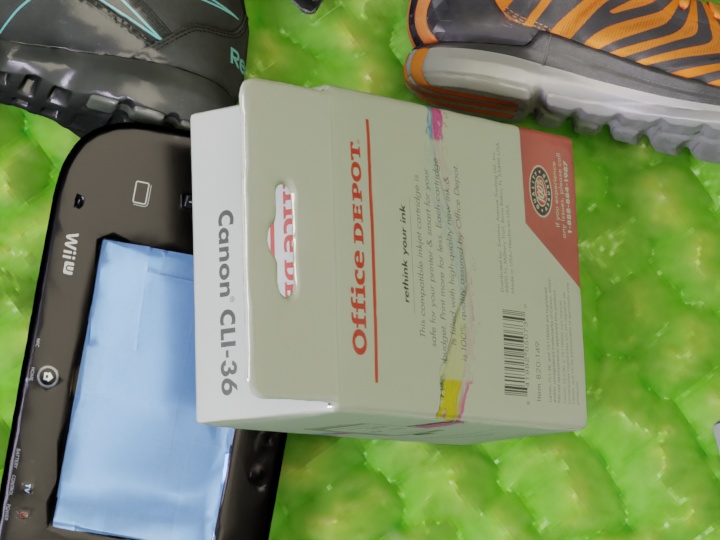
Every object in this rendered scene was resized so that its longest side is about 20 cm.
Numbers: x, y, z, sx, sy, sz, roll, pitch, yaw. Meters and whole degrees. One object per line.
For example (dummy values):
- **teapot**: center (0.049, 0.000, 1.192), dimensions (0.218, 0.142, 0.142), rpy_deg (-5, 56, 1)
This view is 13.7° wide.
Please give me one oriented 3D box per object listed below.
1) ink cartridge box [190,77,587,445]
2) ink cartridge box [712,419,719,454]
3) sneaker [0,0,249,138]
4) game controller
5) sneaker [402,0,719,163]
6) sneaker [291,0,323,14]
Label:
- **ink cartridge box**: center (0.000, 0.000, 1.096), dimensions (0.067, 0.199, 0.117), rpy_deg (-8, 79, 37)
- **ink cartridge box**: center (0.237, 0.131, 1.156), dimensions (0.144, 0.084, 0.201), rpy_deg (-14, 83, -8)
- **sneaker**: center (-0.137, -0.103, 1.161), dimensions (0.199, 0.075, 0.080), rpy_deg (18, 70, -13)
- **game controller**: center (-0.078, 0.047, 1.136), dimensions (0.104, 0.042, 0.202), rpy_deg (10, 90, -18)
- **sneaker**: center (0.121, -0.108, 1.181), dimensions (0.198, 0.078, 0.113), rpy_deg (11, 82, -5)
- **sneaker**: center (-0.079, -0.193, 1.178), dimensions (0.199, 0.060, 0.105), rpy_deg (30, 75, -5)
